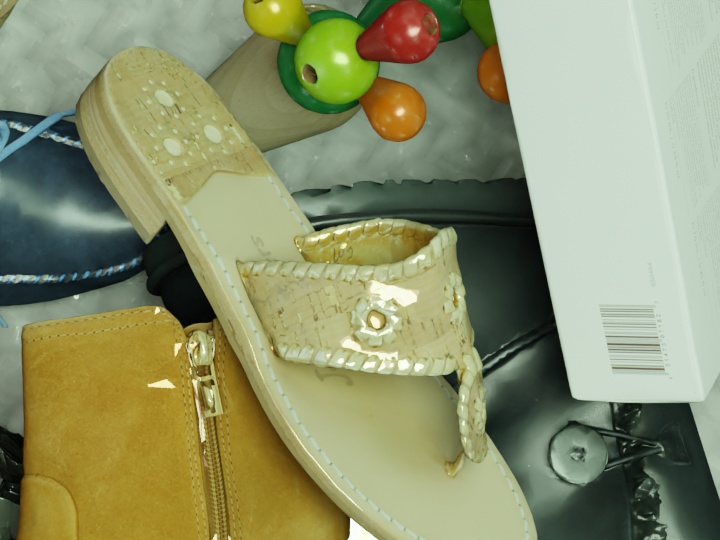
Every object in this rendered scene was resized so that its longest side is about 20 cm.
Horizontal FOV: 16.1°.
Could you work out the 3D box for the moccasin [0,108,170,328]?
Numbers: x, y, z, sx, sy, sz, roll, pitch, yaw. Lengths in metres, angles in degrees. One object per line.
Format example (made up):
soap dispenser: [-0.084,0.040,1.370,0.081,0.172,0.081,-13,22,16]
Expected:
moccasin: [-0.163,-0.021,0.887,0.198,0.068,0.081,0,89,-5]

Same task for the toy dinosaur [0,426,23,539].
toy dinosaur: [-0.133,0.132,0.882,0.199,0.102,0.137,18,98,-11]

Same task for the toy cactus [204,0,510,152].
toy cactus: [0.003,-0.091,0.871,0.164,0.200,0.102,-28,108,33]

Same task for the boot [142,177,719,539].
boot: [0.031,0.057,0.881,0.199,0.076,0.169,-4,75,-15]

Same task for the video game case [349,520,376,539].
video game case: [0.007,0.133,0.924,0.199,0.018,0.144,29,87,-3]

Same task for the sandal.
sandal: [-0.003,0.002,0.800,0.212,0.078,0.070,50,128,6]

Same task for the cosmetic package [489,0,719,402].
cosmetic package: [0.096,-0.081,0.820,0.051,0.151,0.201,1,117,29]

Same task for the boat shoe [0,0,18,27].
boat shoe: [-0.156,-0.092,0.830,0.064,0.200,0.072,-25,98,28]

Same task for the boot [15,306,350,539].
boot: [-0.094,0.089,0.798,0.200,0.071,0.145,-13,87,-31]
